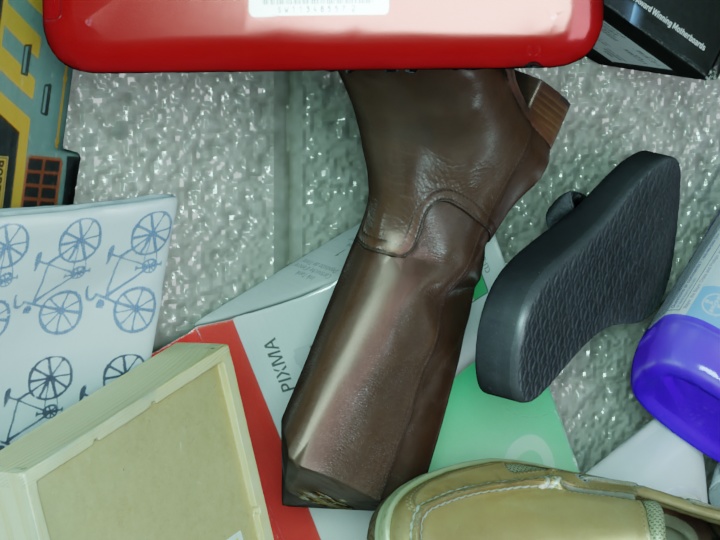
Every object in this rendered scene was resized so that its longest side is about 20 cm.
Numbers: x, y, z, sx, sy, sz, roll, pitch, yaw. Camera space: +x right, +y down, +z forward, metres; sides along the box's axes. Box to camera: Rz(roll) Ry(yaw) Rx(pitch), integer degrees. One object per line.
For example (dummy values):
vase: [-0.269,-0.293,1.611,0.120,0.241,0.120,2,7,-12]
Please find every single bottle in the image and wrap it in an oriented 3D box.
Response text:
bottle: [0.200,-0.005,1.213,0.084,0.065,0.200,37,61,-1]

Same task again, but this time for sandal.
sandal: [0.091,-0.006,1.137,0.200,0.043,0.076,-29,129,-58]

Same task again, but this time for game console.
game console: [-0.012,-0.159,0.980,0.200,0.119,0.173,-1,94,3]

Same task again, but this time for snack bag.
snack bag: [-0.170,0.059,0.968,0.200,0.021,0.189,-3,120,-32]

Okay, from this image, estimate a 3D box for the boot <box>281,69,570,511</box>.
boot: [0.000,0.000,1.037,0.186,0.064,0.200,25,89,-53]

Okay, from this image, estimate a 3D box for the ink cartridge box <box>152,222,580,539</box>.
ink cartridge box: [-0.009,0.079,1.129,0.200,0.050,0.161,-32,114,-26]

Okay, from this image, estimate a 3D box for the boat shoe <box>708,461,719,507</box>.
boat shoe: [0.236,0.128,1.278,0.091,0.071,0.200,-58,135,-31]

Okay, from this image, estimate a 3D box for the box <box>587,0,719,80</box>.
box: [0.094,-0.198,1.117,0.200,0.086,0.164,31,82,-32]

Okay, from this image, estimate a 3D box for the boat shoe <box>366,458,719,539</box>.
boat shoe: [0.094,0.110,1.081,0.200,0.076,0.072,2,81,-42]

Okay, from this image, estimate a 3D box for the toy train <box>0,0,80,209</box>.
toy train: [-0.157,-0.080,0.992,0.114,0.085,0.200,3,96,-44]

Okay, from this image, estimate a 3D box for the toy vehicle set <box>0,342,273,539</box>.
toy vehicle set: [-0.073,0.142,0.986,0.124,0.026,0.200,-31,114,-51]

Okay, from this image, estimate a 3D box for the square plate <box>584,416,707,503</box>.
square plate: [0.108,0.188,1.186,0.198,0.028,0.200,-34,125,-42]
